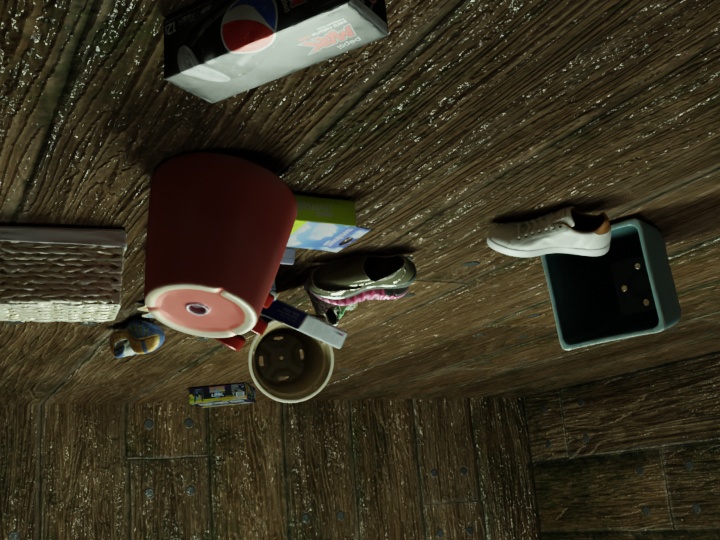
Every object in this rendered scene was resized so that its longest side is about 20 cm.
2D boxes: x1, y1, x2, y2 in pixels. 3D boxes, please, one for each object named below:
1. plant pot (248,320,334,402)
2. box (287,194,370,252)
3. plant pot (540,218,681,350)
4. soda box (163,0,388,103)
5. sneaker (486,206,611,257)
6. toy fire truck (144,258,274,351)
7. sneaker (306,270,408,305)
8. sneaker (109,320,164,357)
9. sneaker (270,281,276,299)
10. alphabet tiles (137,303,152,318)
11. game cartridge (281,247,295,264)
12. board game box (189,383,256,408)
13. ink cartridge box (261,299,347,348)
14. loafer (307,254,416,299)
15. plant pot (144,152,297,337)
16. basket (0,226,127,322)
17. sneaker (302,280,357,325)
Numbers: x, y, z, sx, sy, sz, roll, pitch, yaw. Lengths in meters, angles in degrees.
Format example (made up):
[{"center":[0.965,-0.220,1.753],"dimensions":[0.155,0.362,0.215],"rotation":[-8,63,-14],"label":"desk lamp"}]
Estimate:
[{"center":[-0.180,0.211,2.089],"dimensions":[0.200,0.201,0.183],"rotation":[-1,176,-14],"label":"plant pot"},{"center":[-0.100,-0.072,1.295],"dimensions":[0.200,0.048,0.122],"rotation":[5,162,-27],"label":"box"},{"center":[0.478,0.026,1.584],"dimensions":[0.196,0.196,0.200],"rotation":[-18,170,39],"label":"plant pot"},{"center":[-0.078,-0.214,0.763],"dimensions":[0.200,0.063,0.071],"rotation":[-14,162,29],"label":"soda box"},{"center":[0.308,-0.073,1.422],"dimensions":[0.200,0.073,0.085],"rotation":[-1,135,8],"label":"sneaker"},{"center":[-0.251,0.039,1.453],"dimensions":[0.200,0.112,0.168],"rotation":[35,178,-41],"label":"toy fire truck"},{"center":[-0.012,0.030,1.673],"dimensions":[0.200,0.079,0.095],"rotation":[1,175,-17],"label":"sneaker"},{"center":[-0.481,0.148,1.944],"dimensions":[0.088,0.075,0.200],"rotation":[-7,176,-42],"label":"sneaker"},{"center":[-0.234,0.039,1.568],"dimensions":[0.200,0.088,0.075],"rotation":[-16,178,39],"label":"sneaker"},{"center":[-0.361,0.078,1.829],"dimensions":[0.200,0.015,0.196],"rotation":[-15,162,33],"label":"alphabet tiles"},{"center":[-0.216,-0.034,1.348],"dimensions":[0.200,0.038,0.130],"rotation":[6,-171,-32],"label":"game cartridge"},{"center":[-0.477,0.436,3.020],"dimensions":[0.200,0.057,0.165],"rotation":[-6,167,3],"label":"board game box"},{"center":[-0.153,0.080,1.670],"dimensions":[0.196,0.043,0.200],"rotation":[21,173,35],"label":"ink cartridge box"},{"center":[0.000,0.000,1.572],"dimensions":[0.200,0.075,0.070],"rotation":[-10,153,3],"label":"loafer"},{"center":[-0.190,-0.023,1.117],"dimensions":[0.200,0.177,0.200],"rotation":[5,150,3],"label":"plant pot"},{"center":[-0.467,0.009,1.343],"dimensions":[0.200,0.123,0.136],"rotation":[0,165,-21],"label":"basket"},{"center":[-0.059,0.072,1.758],"dimensions":[0.077,0.089,0.200],"rotation":[-11,164,21],"label":"sneaker"}]
